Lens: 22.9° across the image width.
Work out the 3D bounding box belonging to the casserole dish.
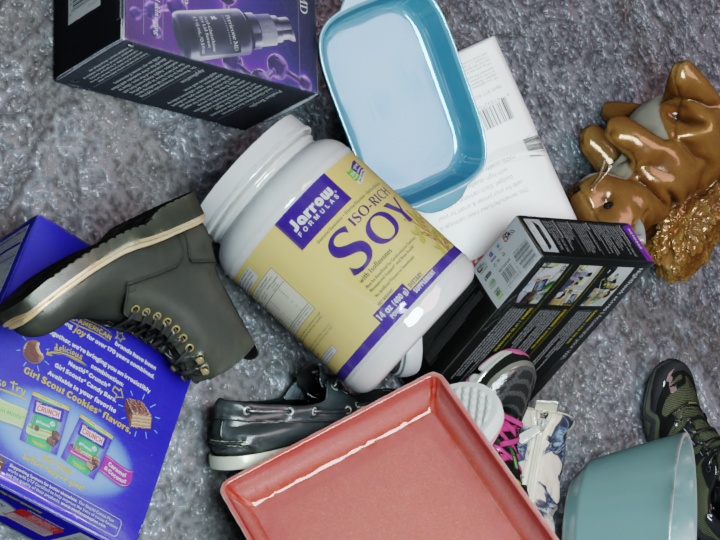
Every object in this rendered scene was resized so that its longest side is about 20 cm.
[{"bbox_3d":[0.031,-0.145,1.510,0.121,0.039,0.200,-25,102,-19],"label":"casserole dish"}]

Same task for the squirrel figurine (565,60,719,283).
[{"bbox_3d":[0.301,-0.073,1.794,0.200,0.141,0.187,45,57,-19],"label":"squirrel figurine"}]

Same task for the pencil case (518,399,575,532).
[{"bbox_3d":[0.143,0.216,1.588,0.089,0.078,0.200,78,20,-63],"label":"pencil case"}]

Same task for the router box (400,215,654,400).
[{"bbox_3d":[0.143,0.039,1.569,0.149,0.200,0.051,3,46,-42],"label":"router box"}]

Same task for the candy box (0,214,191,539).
[{"bbox_3d":[-0.219,0.089,1.308,0.169,0.077,0.200,35,57,-28],"label":"candy box"}]

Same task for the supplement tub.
[{"bbox_3d":[-0.023,-0.015,1.443,0.200,0.145,0.145,42,49,3],"label":"supplement tub"}]

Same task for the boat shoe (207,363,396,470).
[{"bbox_3d":[-0.043,0.111,1.463,0.199,0.074,0.066,-12,96,-34],"label":"boat shoe"}]

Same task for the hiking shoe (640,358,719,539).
[{"bbox_3d":[0.346,0.182,1.771,0.076,0.101,0.200,-2,78,-43],"label":"hiking shoe"}]

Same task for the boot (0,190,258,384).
[{"bbox_3d":[-0.155,0.038,1.280,0.200,0.077,0.138,-34,101,-45],"label":"boot"}]

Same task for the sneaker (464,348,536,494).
[{"bbox_3d":[0.115,0.167,1.533,0.074,0.087,0.200,31,82,-48],"label":"sneaker"}]

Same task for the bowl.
[{"bbox_3d":[0.245,0.246,1.628,0.201,0.105,0.201,2,90,-72],"label":"bowl"}]

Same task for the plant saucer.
[{"bbox_3d":[0.023,0.198,1.350,0.199,0.037,0.200,-27,54,-11],"label":"plant saucer"}]

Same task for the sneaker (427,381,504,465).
[{"bbox_3d":[0.047,0.178,1.465,0.105,0.200,0.075,45,7,-48],"label":"sneaker"}]

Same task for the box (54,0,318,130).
[{"bbox_3d":[-0.141,-0.215,1.457,0.200,0.104,0.148,10,70,-39],"label":"box"}]

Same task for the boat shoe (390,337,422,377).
[{"bbox_3d":[0.000,0.000,1.550,0.057,0.069,0.200,-14,84,-25],"label":"boat shoe"}]

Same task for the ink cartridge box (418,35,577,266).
[{"bbox_3d":[0.091,-0.089,1.595,0.146,0.084,0.200,-24,96,-3],"label":"ink cartridge box"}]

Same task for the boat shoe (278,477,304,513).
[{"bbox_3d":[-0.071,0.253,1.393,0.062,0.073,0.200,12,74,-43],"label":"boat shoe"}]
